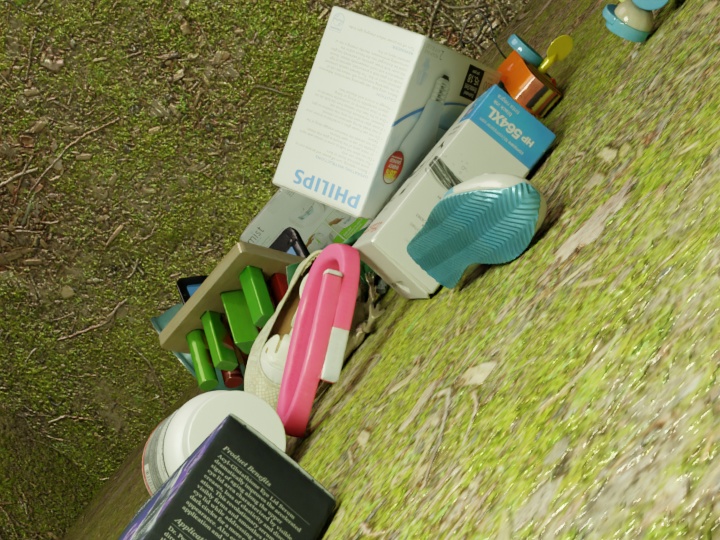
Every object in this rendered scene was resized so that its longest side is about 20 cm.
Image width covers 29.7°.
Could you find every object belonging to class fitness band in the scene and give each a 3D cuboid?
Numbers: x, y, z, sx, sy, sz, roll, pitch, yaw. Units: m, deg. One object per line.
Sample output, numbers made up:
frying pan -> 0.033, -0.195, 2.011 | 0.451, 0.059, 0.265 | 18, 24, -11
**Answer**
fitness band -> -0.046, 0.069, 1.362 | 0.144, 0.037, 0.201 | 140, 145, -69

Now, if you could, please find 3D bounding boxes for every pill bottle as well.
pill bottle -> -0.143, 0.181, 1.331 | 0.116, 0.116, 0.200 | -52, 6, -23

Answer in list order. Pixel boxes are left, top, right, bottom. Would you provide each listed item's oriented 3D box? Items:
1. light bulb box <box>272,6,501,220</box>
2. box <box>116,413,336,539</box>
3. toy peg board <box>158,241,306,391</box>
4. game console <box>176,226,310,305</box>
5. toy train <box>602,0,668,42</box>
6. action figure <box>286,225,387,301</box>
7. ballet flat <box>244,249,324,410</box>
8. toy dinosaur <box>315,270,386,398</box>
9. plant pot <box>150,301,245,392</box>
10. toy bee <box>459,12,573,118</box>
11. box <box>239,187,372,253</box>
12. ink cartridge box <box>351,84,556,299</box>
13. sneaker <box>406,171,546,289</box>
light bulb box -> 0.032, -0.159, 1.490 | 0.198, 0.124, 0.201 | 7, -75, -59
box -> -0.124, 0.222, 0.932 | 0.148, 0.104, 0.200 | -47, 6, 35
toy peg board -> -0.119, 0.081, 1.739 | 0.200, 0.198, 0.098 | -46, 46, 31
game console -> -0.156, 0.035, 2.002 | 0.176, 0.116, 0.200 | -47, 43, 18
toy train -> 0.296, -0.305, 1.343 | 0.116, 0.084, 0.200 | -62, -2, 31
action figure -> 0.000, 0.000, 1.622 | 0.054, 0.119, 0.200 | -15, 18, 38
ballet flat -> -0.076, 0.065, 1.476 | 0.062, 0.067, 0.201 | 116, 173, -69
toy dinosaur -> -0.013, 0.068, 1.480 | 0.101, 0.058, 0.201 | 109, -179, -52
plant pot -> -0.198, 0.088, 2.181 | 0.196, 0.200, 0.200 | -41, 5, -2
toy bee -> 0.200, -0.232, 1.593 | 0.131, 0.108, 0.201 | -37, 36, 34
box -> -0.074, -0.079, 2.297 | 0.200, 0.176, 0.097 | -48, 5, 25
ink cartridge box -> 0.089, -0.074, 1.357 | 0.200, 0.084, 0.146 | -50, 4, -8
sneaker -> 0.102, -0.048, 1.123 | 0.081, 0.076, 0.200 | -49, 6, -20
